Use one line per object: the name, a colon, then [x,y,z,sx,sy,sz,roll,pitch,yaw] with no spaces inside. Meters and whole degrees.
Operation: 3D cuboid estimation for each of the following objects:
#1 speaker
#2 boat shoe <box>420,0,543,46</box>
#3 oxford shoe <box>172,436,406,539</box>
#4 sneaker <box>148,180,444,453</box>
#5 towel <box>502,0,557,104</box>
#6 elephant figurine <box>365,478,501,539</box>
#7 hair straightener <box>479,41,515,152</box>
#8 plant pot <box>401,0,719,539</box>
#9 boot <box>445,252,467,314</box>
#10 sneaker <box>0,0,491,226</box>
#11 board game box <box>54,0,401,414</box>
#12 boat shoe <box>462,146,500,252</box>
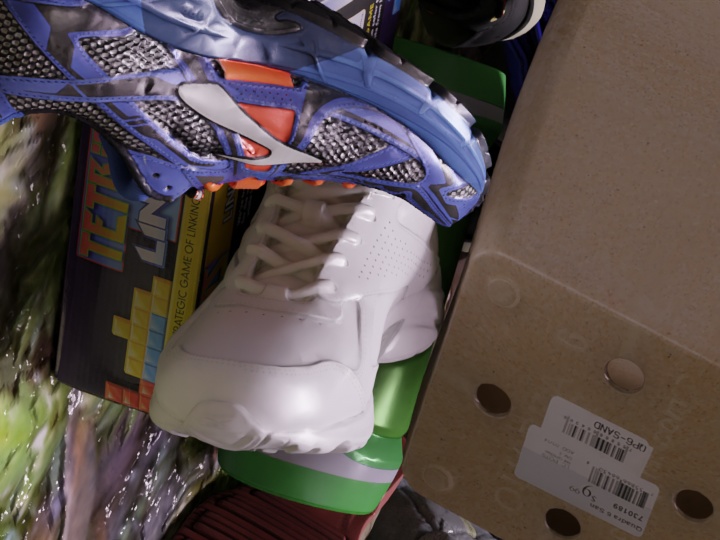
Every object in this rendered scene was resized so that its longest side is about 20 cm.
speaker: [0.000,0.000,0.991,0.088,0.088,0.201,7,100,-74]
boat shoe: [0.045,-0.141,0.959,0.063,0.074,0.201,-27,172,-12]
oxford shoe: [-0.039,0.136,1.036,0.200,0.070,0.075,-36,156,-55]
sneaker: [-0.019,-0.004,0.772,0.200,0.078,0.100,-54,151,-68]
towel: [0.118,-0.071,1.137,0.200,0.049,0.148,18,61,-73]
elephant figurine: [0.004,0.205,1.171,0.155,0.141,0.200,22,103,-46]
hair straightener: [0.041,-0.059,1.108,0.077,0.041,0.200,-28,-167,43]
plant pot: [0.124,0.018,0.895,0.177,0.199,0.200,-51,164,-46]
boot: [0.072,0.018,1.281,0.200,0.064,0.187,61,48,-63]
sneaker: [-0.045,-0.054,0.701,0.200,0.075,0.079,23,102,-31]
board game box: [-0.041,-0.069,0.833,0.165,0.057,0.201,-40,145,-59]
boat shoe: [0.075,-0.051,1.214,0.201,0.073,0.063,-42,145,-69]
